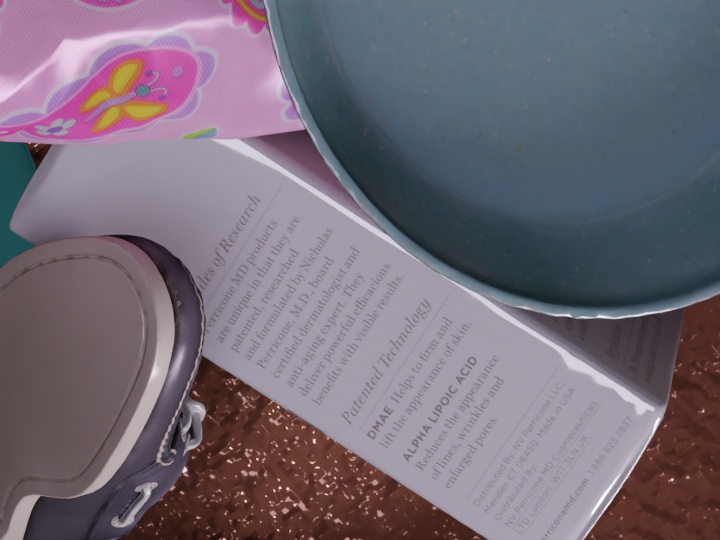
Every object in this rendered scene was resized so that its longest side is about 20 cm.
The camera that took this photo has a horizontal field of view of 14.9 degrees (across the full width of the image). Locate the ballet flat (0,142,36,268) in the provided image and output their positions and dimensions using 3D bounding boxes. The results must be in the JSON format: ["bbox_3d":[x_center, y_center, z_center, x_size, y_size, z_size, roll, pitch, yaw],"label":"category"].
[{"bbox_3d":[-0.152,-0.051,0.897,0.067,0.068,0.201,-10,100,31],"label":"ballet flat"}]

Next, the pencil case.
[{"bbox_3d":[-0.059,-0.077,0.765,0.199,0.087,0.088,-8,109,-26],"label":"pencil case"}]

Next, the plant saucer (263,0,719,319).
[{"bbox_3d":[0.060,-0.088,0.751,0.199,0.036,0.201,-1,93,-21],"label":"plant saucer"}]

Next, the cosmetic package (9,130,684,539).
[{"bbox_3d":[0.000,0.000,0.863,0.200,0.102,0.074,32,110,0],"label":"cosmetic package"}]

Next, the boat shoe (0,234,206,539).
[{"bbox_3d":[-0.083,0.042,0.847,0.073,0.063,0.200,65,146,18],"label":"boat shoe"}]
